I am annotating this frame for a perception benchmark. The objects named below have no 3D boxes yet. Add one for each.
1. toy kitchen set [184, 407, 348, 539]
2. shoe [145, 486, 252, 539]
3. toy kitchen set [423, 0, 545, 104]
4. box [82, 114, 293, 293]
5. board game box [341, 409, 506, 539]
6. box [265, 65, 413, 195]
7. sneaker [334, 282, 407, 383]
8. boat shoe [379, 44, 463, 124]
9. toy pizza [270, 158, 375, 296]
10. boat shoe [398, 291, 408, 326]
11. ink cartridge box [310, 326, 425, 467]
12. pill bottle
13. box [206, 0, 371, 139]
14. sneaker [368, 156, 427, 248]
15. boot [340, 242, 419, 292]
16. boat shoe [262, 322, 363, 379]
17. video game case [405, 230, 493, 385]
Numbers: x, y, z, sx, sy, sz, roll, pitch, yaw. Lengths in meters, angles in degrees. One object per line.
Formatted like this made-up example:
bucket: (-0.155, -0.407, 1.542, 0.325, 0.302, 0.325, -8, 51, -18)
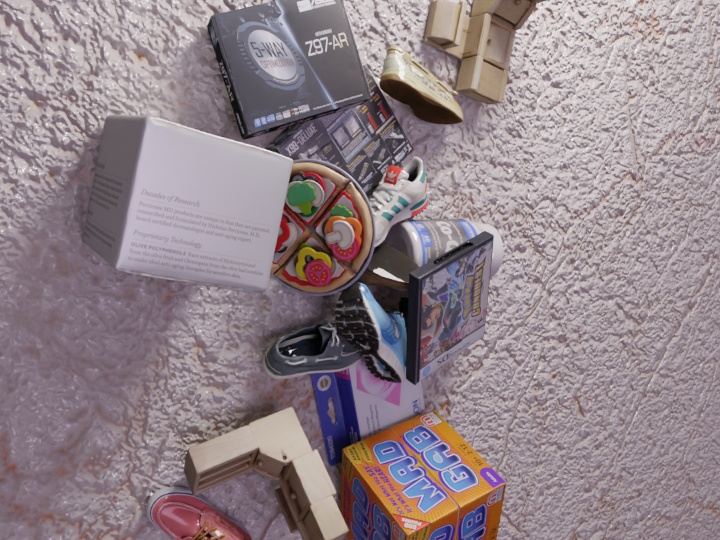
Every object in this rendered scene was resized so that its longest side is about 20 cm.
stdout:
toy kitchen set: (-0.150, 0.359, 1.035, 0.177, 0.203, 0.165, -15, 151, -30)
shoe: (-0.229, 0.399, 1.028, 0.200, 0.090, 0.072, 43, 78, -31)
toy kitchen set: (0.221, -0.397, 1.090, 0.160, 0.179, 0.206, 11, 90, -32)
box: (-0.223, -0.087, 0.864, 0.196, 0.197, 0.177, 10, 95, -34)
board game box: (0.097, 0.403, 1.147, 0.195, 0.199, 0.205, -16, 123, -28)
box: (-0.028, -0.188, 1.055, 0.200, 0.049, 0.159, -46, 120, -16)
sneaker: (0.025, 0.086, 1.081, 0.091, 0.077, 0.202, -60, 139, -33)
boat shoe: (0.106, -0.290, 1.094, 0.198, 0.072, 0.065, 19, 75, -51)
toy pizza: (-0.074, -0.057, 0.992, 0.194, 0.032, 0.207, 4, 108, 12)
boat shoe: (0.131, 0.096, 1.189, 0.198, 0.073, 0.068, 29, 75, -47)
ink cartridge box: (0.020, 0.221, 1.180, 0.196, 0.043, 0.202, -21, 111, -29)
pill bottle: (0.140, -0.029, 1.158, 0.195, 0.113, 0.118, -4, 103, -32)
box: (-0.097, -0.292, 0.960, 0.195, 0.043, 0.165, -20, 97, -21)
sneaker: (0.035, -0.110, 1.054, 0.198, 0.069, 0.095, -35, 138, -35)
boot: (0.000, 0.000, 1.062, 0.194, 0.074, 0.077, 15, 127, 3)
boat shoe: (-0.057, 0.119, 1.080, 0.195, 0.074, 0.062, -12, 152, -28)
video game case: (0.143, 0.060, 1.095, 0.178, 0.025, 0.205, -27, 130, -35)
